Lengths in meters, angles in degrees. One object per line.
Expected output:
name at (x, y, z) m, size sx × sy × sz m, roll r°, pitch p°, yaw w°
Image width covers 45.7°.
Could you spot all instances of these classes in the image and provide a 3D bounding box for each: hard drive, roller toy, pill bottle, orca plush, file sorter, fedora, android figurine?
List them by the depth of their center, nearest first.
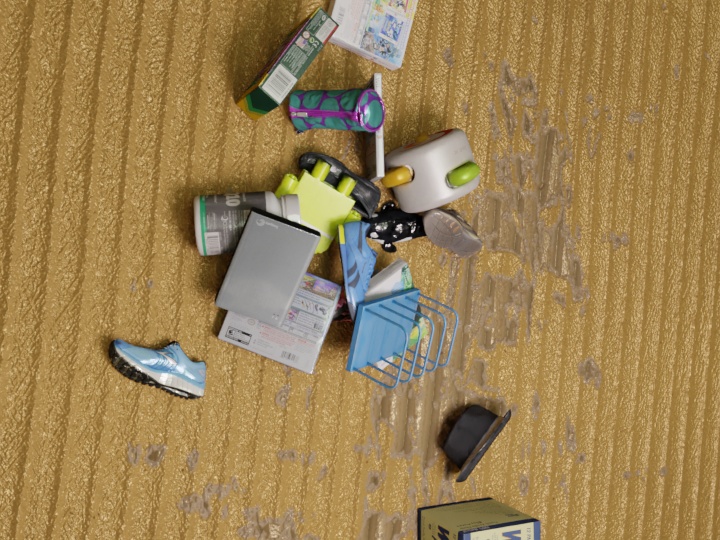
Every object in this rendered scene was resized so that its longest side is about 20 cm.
hard drive at (-0.173, -0.005, 1.590) m, size 0.138 × 0.033 × 0.202 m, roll 19°, pitch 110°, yaw -17°
pill bottle at (-0.214, -0.092, 1.625) m, size 0.196 × 0.113 × 0.115 m, roll -4°, pitch 93°, yaw -8°
file sorter at (0.087, 0.135, 1.688) m, size 0.199 × 0.122 × 0.141 m, roll -13°, pitch 120°, yaw -51°
android figurine at (-0.093, -0.117, 1.714) m, size 0.181 × 0.041 × 0.202 m, roll 30°, pitch 100°, yaw -18°
roller toy at (0.145, -0.214, 1.780) m, size 0.197 × 0.183 × 0.142 m, roll -19°, pitch 102°, yaw 12°
orca plush at (0.098, -0.085, 1.820) m, size 0.198 × 0.071 × 0.107 m, roll 20°, pitch 83°, yaw -24°
fedora at (0.244, 0.362, 1.870) m, size 0.091 × 0.201 × 0.201 m, roll 36°, pitch 73°, yaw 13°

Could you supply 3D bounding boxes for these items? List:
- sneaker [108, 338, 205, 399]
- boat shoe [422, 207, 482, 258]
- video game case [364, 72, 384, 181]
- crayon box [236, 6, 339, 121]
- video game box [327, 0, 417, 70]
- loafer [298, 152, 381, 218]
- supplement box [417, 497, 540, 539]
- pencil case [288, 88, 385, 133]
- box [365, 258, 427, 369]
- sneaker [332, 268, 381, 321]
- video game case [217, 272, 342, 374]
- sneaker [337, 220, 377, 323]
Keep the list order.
sneaker at (-0.380, 0.171, 1.613) m, size 0.198 × 0.078 × 0.091 m, roll 28°, pitch 60°, yaw -26°
boat shoe at (0.189, -0.092, 1.845) m, size 0.074 × 0.074 × 0.199 m, roll -36°, pitch 141°, yaw 18°
video game case at (0.028, -0.288, 1.745) m, size 0.018 × 0.143 × 0.204 m, roll -2°, pitch 92°, yaw -7°
crayon box at (-0.143, -0.394, 1.646) m, size 0.058 × 0.172 × 0.201 m, roll 39°, pitch 76°, yaw -17°
video game box at (0.026, -0.550, 1.793) m, size 0.180 × 0.047 × 0.203 m, roll 18°, pitch 84°, yaw -22°
loafer at (-0.043, -0.175, 1.751) m, size 0.199 × 0.068 × 0.071 m, roll 29°, pitch 64°, yaw -26°
supplement box at (0.252, 0.590, 1.833) m, size 0.197 × 0.199 × 0.137 m, roll -1°, pitch 91°, yaw -25°
pencil case at (-0.050, -0.314, 1.678) m, size 0.092 × 0.198 × 0.086 m, roll -32°, pitch 121°, yaw -46°
box at (0.060, 0.094, 1.784) m, size 0.144 × 0.036 × 0.202 m, roll -36°, pitch 131°, yaw -21°
sneaker at (-0.023, 0.079, 1.772) m, size 0.198 × 0.079 × 0.097 m, roll -29°, pitch 118°, yaw -19°
video game case at (-0.156, 0.083, 1.679) m, size 0.197 × 0.045 × 0.184 m, roll 21°, pitch 83°, yaw 0°
sneaker at (0.000, 0.000, 1.674) m, size 0.077 × 0.066 × 0.204 m, roll -4°, pitch 76°, yaw -4°
